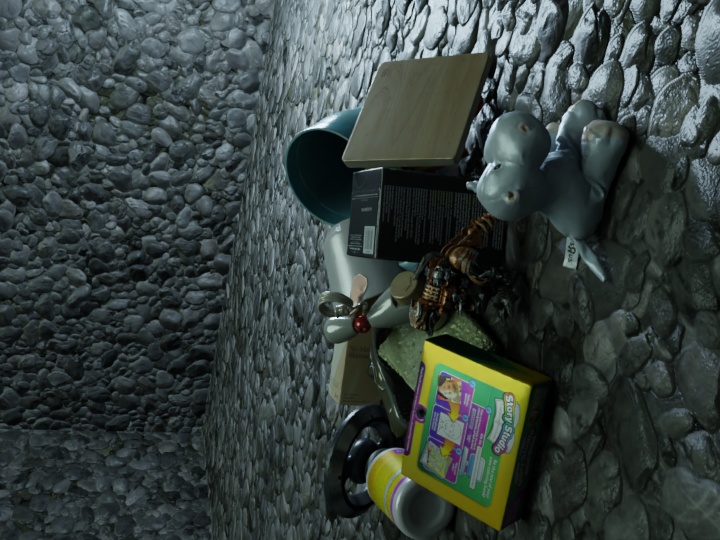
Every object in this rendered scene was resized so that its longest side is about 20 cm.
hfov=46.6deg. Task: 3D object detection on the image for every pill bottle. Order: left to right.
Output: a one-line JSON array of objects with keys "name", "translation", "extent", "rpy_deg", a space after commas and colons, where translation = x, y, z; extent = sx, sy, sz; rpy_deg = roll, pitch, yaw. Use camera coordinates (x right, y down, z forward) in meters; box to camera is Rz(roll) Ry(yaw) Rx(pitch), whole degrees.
[{"name": "pill bottle", "translation": [0.071, 0.353, 1.364], "extent": [0.200, 0.102, 0.106], "rpy_deg": [-165, 80, -71]}]

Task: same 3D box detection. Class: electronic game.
[{"name": "electronic game", "translation": [0.002, 0.335, 1.473], "extent": [0.041, 0.198, 0.204], "rpy_deg": [11, 97, 36]}]

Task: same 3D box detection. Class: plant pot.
[{"name": "plant pot", "translation": [-0.014, -0.216, 1.583], "extent": [0.188, 0.198, 0.202], "rpy_deg": [-49, -12, -45]}]

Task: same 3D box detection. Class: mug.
[{"name": "mug", "translation": [-0.004, -0.001, 1.475], "extent": [0.186, 0.147, 0.156], "rpy_deg": [-41, 65, 53]}]

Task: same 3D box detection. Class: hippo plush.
[{"name": "hippo plush", "translation": [0.202, -0.108, 0.987], "extent": [0.159, 0.158, 0.204], "rpy_deg": [-145, 62, -69]}]

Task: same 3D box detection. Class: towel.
[{"name": "towel", "translation": [0.116, 0.117, 1.265], "extent": [0.149, 0.036, 0.200], "rpy_deg": [-51, 36, 2]}]

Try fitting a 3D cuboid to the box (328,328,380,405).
[{"name": "box", "translation": [0.000, 0.158, 1.648], "extent": [0.078, 0.093, 0.204], "rpy_deg": [-150, 64, -69]}]

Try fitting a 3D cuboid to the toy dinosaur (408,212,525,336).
[{"name": "toy dinosaur", "translation": [0.147, 0.004, 1.136], "extent": [0.201, 0.135, 0.103], "rpy_deg": [-51, 19, 17]}]

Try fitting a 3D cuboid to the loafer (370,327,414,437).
[{"name": "loafer", "translation": [0.050, 0.181, 1.356], "extent": [0.070, 0.074, 0.202], "rpy_deg": [118, 152, -42]}]

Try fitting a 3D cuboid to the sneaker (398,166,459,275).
[{"name": "sneaker", "translation": [0.110, -0.087, 1.386], "extent": [0.074, 0.080, 0.204], "rpy_deg": [-134, 53, -65]}]

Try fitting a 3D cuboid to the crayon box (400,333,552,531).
[{"name": "crayon box", "translation": [0.149, 0.211, 1.114], "extent": [0.171, 0.058, 0.204], "rpy_deg": [21, 108, 37]}]

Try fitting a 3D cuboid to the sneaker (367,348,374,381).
[{"name": "sneaker", "translation": [0.049, 0.152, 1.511], "extent": [0.200, 0.082, 0.078], "rpy_deg": [129, 142, -60]}]

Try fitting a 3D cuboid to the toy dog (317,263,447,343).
[{"name": "toy dog", "translation": [0.035, 0.044, 1.284], "extent": [0.133, 0.196, 0.097], "rpy_deg": [75, -163, -46]}]

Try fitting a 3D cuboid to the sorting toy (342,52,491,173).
[{"name": "sorting toy", "translation": [0.097, -0.232, 1.301], "extent": [0.196, 0.070, 0.203], "rpy_deg": [3, 60, 33]}]

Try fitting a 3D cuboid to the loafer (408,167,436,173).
[{"name": "loafer", "translation": [0.092, -0.168, 1.360], "extent": [0.072, 0.062, 0.203], "rpy_deg": [-11, 50, 65]}]

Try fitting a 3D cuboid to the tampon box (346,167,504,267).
[{"name": "tampon box", "translation": [0.096, -0.075, 1.242], "extent": [0.150, 0.196, 0.129], "rpy_deg": [-171, 86, -73]}]
